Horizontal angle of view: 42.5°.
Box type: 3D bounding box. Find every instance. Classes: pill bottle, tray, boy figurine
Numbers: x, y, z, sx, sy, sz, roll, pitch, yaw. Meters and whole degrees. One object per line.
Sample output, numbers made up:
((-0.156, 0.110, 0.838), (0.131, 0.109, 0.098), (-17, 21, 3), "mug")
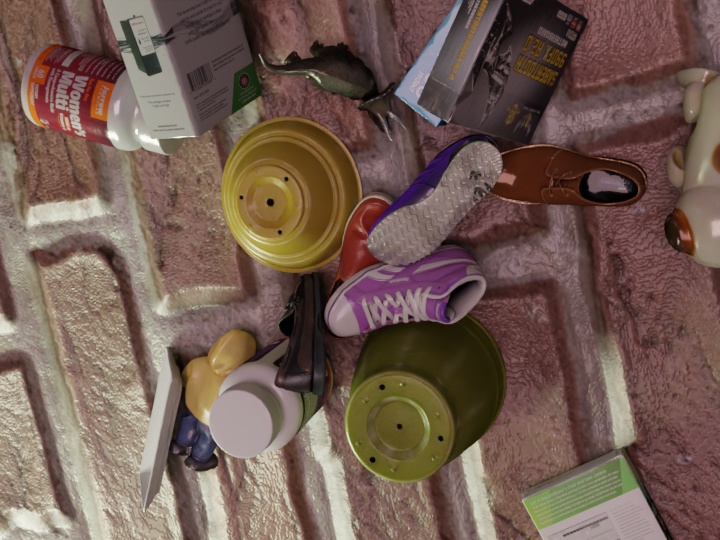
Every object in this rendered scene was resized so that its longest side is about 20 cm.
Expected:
((-0.327, -0.219, 1.199), (0.197, 0.109, 0.112), (16, 104, 13), "pill bottle")
((-0.275, 0.218, 1.279), (0.022, 0.107, 0.204), (10, 104, -18), "tray")
((-0.202, 0.166, 1.258), (0.123, 0.064, 0.203), (29, 105, 33), "boy figurine")
((-0.112, 0.159, 1.160), (0.109, 0.200, 0.114), (3, 101, 15), "pill bottle")

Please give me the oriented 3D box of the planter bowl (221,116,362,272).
((-0.101, -0.091, 1.172), (0.196, 0.083, 0.205), (3, 101, 15), "planter bowl")

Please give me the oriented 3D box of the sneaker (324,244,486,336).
((0.054, 0.036, 1.100), (0.198, 0.115, 0.073), (-26, 117, -2), "sneaker")

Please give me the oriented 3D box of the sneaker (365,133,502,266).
((0.090, -0.089, 1.111), (0.199, 0.100, 0.070), (-40, 108, 20), "sneaker")

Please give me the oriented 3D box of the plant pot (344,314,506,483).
((0.067, 0.157, 1.112), (0.196, 0.193, 0.205), (3, 101, 15), "plant pot")

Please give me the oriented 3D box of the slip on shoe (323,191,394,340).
((0.000, 0.000, 1.165), (0.073, 0.061, 0.203), (20, 107, -2), "slip on shoe")

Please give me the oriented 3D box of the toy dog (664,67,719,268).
((0.398, -0.102, 0.977), (0.137, 0.194, 0.204), (11, 97, 1), "toy dog")

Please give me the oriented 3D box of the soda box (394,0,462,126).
((0.127, -0.270, 1.084), (0.068, 0.064, 0.201), (38, 108, 6), "soda box")

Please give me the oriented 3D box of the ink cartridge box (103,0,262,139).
((-0.211, -0.278, 1.103), (0.082, 0.147, 0.203), (2, 120, 32), "ink cartridge box")

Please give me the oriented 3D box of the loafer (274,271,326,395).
((-0.076, 0.070, 1.136), (0.062, 0.201, 0.073), (-1, 127, -6), "loafer")

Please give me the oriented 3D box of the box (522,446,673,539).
((0.312, 0.340, 1.160), (0.143, 0.036, 0.202), (-28, 93, 19), "box")

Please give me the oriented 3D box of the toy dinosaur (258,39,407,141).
((-0.027, -0.235, 1.099), (0.102, 0.198, 0.078), (35, 99, 46), "toy dinosaur")

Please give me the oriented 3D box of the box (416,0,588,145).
((0.160, -0.230, 1.011), (0.048, 0.199, 0.160), (33, 107, 31), "box")

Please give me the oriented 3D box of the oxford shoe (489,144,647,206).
((0.233, -0.108, 1.081), (0.196, 0.071, 0.073), (3, 103, 17), "oxford shoe")
